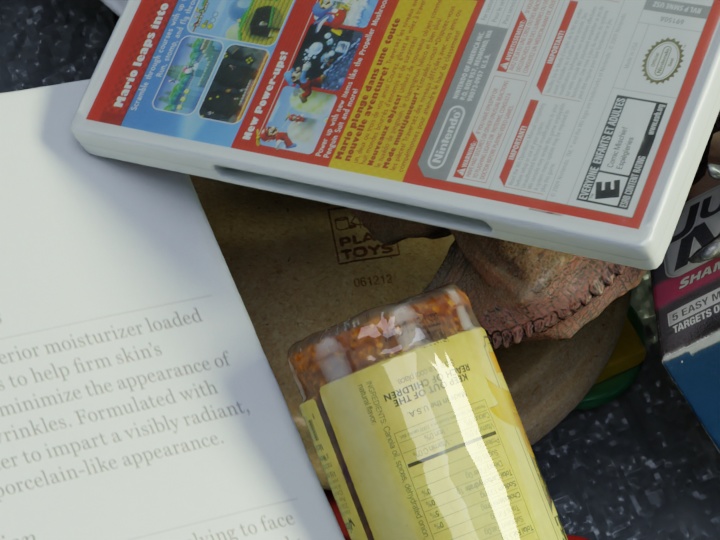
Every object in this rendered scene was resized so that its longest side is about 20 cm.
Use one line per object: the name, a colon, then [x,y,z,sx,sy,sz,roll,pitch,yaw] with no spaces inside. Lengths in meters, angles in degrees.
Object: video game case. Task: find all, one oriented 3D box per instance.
video game case: [0.023,-0.082,0.930,0.199,0.017,0.144,12,66,25]

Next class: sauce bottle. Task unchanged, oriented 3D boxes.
sauce bottle: [0.039,0.106,0.924,0.066,0.066,0.201,-20,88,-8]

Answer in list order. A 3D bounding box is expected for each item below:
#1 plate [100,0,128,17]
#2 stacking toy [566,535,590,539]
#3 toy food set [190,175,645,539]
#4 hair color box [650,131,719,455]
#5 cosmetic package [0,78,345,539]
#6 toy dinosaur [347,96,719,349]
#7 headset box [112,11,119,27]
plate: [-0.024,-0.148,1.031,0.199,0.032,0.200,40,67,22]
stacking toy: [0.141,0.138,1.025,0.199,0.085,0.086,13,70,12]
toy food set: [0.000,0.000,1.074,0.199,0.049,0.198,-22,60,-14]
hair color box: [0.149,-0.030,1.020,0.100,0.061,0.200,-25,32,17]
cosmetic package: [-0.131,0.068,0.970,0.164,0.165,0.201,-11,67,-32]
toy dinosaur: [0.076,-0.023,0.954,0.200,0.086,0.136,-49,54,6]
headset box: [0.020,-0.142,1.091,0.148,0.075,0.200,24,60,15]
